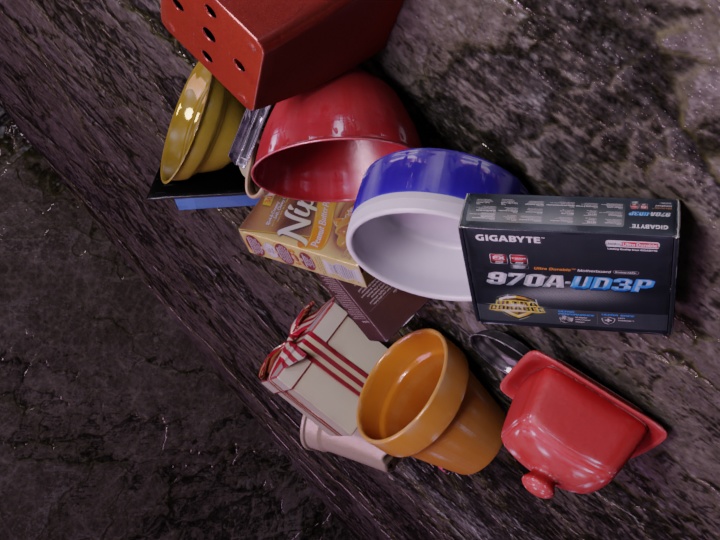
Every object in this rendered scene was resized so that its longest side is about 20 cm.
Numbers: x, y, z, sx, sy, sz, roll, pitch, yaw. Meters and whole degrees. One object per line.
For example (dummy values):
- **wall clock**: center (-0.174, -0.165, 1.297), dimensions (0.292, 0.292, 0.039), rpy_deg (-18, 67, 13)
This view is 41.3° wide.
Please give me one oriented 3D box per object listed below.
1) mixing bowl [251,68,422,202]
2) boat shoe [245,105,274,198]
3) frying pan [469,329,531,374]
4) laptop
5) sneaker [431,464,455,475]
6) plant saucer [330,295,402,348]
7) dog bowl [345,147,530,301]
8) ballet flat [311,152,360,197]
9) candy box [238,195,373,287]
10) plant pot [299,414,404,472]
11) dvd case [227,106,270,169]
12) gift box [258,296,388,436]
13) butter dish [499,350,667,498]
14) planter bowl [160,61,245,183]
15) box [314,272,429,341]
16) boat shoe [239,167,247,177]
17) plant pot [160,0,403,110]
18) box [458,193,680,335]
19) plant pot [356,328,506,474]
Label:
- **mixing bowl**: center (-0.024, -0.159, 1.075), dimensions (0.200, 0.199, 0.109), rpy_deg (132, 137, -71)
- **boat shoe**: center (-0.105, -0.177, 1.242), dimensions (0.071, 0.064, 0.201), rpy_deg (40, 132, 29)
- **frying pan**: center (0.233, 0.139, 1.314), dimensions (0.190, 0.031, 0.115), rpy_deg (35, 163, -1)
- **laptop**: center (-0.217, -0.110, 1.495), dimensions (0.200, 0.186, 0.117), rpy_deg (-92, -2, -61)
- **sneaker**: center (0.126, 0.313, 1.815), dimensions (0.075, 0.081, 0.200), rpy_deg (24, 151, 52)
- **plant saucer**: center (0.010, 0.115, 1.731), dimensions (0.200, 0.037, 0.201), rpy_deg (41, 161, 17)
- **dog bowl**: center (0.088, -0.046, 1.045), dimensions (0.199, 0.079, 0.200), rpy_deg (11, 154, 5)
- **ballet flat**: center (-0.027, -0.125, 1.189), dimensions (0.199, 0.072, 0.072), rpy_deg (23, 161, -4)
- **candy box**: center (-0.054, -0.059, 1.322), dimensions (0.199, 0.116, 0.055), rpy_deg (17, 149, 26)
- **plant pot**: center (0.009, 0.308, 1.921), dimensions (0.183, 0.201, 0.201), rpy_deg (24, 153, 26)
- **dvd case**: center (-0.121, -0.198, 1.144), dimensions (0.016, 0.150, 0.200), rpy_deg (21, -175, -14)
- **gift box**: center (-0.052, 0.159, 1.638), dimensions (0.186, 0.185, 0.200), rpy_deg (38, 158, -5)
- **butter dish**: center (0.256, 0.222, 1.220), dimensions (0.199, 0.148, 0.200), rpy_deg (31, 158, 6)
- **planter bowl**: center (-0.222, -0.211, 1.414), dimensions (0.083, 0.202, 0.200), rpy_deg (18, 172, -24)
- **box**: center (0.000, 0.000, 1.425), dimensions (0.200, 0.100, 0.075), rpy_deg (51, 161, -11)
- **boat shoe**: center (-0.107, -0.185, 1.345), dimensions (0.201, 0.063, 0.074), rpy_deg (-27, 76, 57)
- **plant pot**: center (-0.086, -0.279, 0.927), dimensions (0.200, 0.176, 0.200), rpy_deg (45, 161, 4)
- **box**: center (0.204, -0.004, 0.926), dimensions (0.199, 0.046, 0.159), rpy_deg (4, 144, 17)
- **plant pot**: center (0.126, 0.223, 1.501), dimensions (0.183, 0.201, 0.200), rpy_deg (36, 166, -25)
